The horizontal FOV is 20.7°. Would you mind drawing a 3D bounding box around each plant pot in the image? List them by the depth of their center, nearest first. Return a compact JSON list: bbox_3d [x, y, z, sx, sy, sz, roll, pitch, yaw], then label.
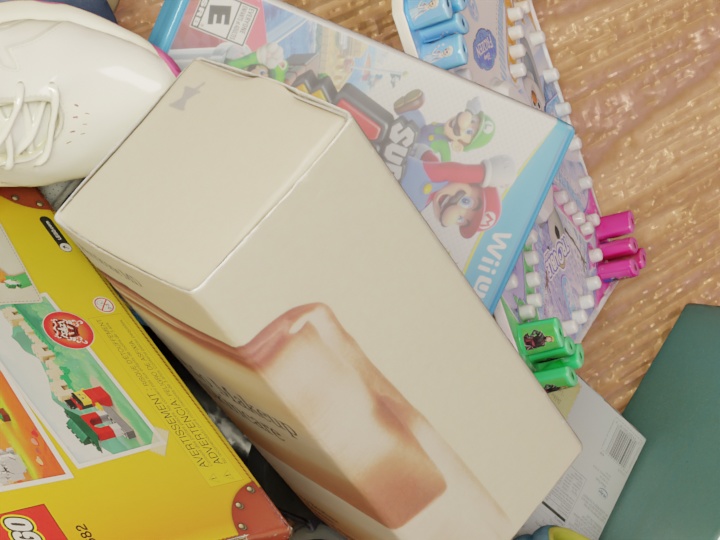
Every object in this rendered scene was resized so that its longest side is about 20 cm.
[{"bbox_3d":[0.206,0.144,1.069,0.141,0.141,0.200,47,70,-25],"label":"plant pot"}]

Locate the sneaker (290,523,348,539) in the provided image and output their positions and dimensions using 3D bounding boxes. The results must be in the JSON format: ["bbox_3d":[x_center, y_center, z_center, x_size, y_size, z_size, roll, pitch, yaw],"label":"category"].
[{"bbox_3d":[-0.014,0.212,0.948,0.074,0.087,0.202,4,105,0],"label":"sneaker"}]

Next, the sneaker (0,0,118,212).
[{"bbox_3d":[-0.185,-0.053,0.800,0.199,0.081,0.147,-30,116,2],"label":"sneaker"}]

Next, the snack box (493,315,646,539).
[{"bbox_3d":[0.060,0.087,1.000,0.200,0.037,0.117,42,71,-39],"label":"snack box"}]

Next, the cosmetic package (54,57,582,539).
[{"bbox_3d":[-0.011,0.026,0.749,0.087,0.103,0.200,-48,129,-14],"label":"cosmetic package"}]

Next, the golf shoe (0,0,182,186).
[{"bbox_3d":[-0.157,-0.053,0.712,0.198,0.092,0.076,1,121,-16],"label":"golf shoe"}]

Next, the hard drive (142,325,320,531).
[{"bbox_3d":[-0.034,0.003,0.917,0.134,0.042,0.201,24,74,6],"label":"hard drive"}]

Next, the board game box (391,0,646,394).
[{"bbox_3d":[0.086,-0.060,0.974,0.202,0.026,0.200,70,23,-11],"label":"board game box"}]

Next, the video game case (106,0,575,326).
[{"bbox_3d":[-0.016,-0.028,0.831,0.199,0.018,0.144,19,100,-31],"label":"video game case"}]

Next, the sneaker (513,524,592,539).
[{"bbox_3d":[0.103,0.211,0.988,0.130,0.080,0.201,-26,124,7],"label":"sneaker"}]

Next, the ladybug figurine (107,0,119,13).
[{"bbox_3d":[-0.162,-0.174,0.824,0.134,0.072,0.202,-6,120,-5],"label":"ladybug figurine"}]

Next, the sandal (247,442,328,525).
[{"bbox_3d":[0.021,0.100,0.893,0.200,0.045,0.076,23,88,-56],"label":"sandal"}]

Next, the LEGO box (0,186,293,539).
[{"bbox_3d":[-0.143,0.062,0.703,0.148,0.200,0.078,-8,138,-43],"label":"LEGO box"}]
